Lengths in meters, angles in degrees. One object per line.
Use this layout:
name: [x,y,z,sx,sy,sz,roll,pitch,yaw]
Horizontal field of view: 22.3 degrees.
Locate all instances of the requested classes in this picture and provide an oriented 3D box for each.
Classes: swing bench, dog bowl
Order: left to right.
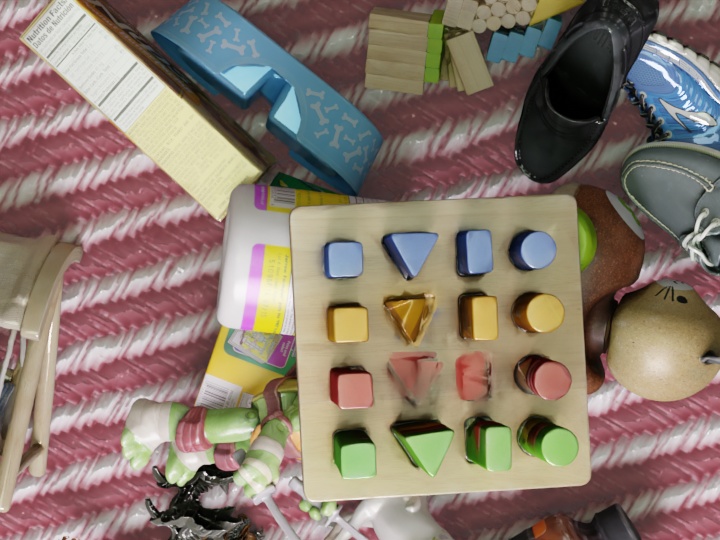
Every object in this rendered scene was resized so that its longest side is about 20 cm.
swing bench: [-0.337,0.059,1.413,0.197,0.130,0.201,10,98,2]
dog bowl: [-0.067,-0.136,1.385,0.200,0.111,0.050,38,85,-2]

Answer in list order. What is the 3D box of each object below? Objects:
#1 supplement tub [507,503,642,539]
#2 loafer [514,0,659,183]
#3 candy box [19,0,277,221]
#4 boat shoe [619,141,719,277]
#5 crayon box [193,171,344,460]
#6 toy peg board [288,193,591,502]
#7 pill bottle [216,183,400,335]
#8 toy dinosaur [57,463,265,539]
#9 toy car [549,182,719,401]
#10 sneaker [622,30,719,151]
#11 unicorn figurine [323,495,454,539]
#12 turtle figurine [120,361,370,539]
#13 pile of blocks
supplement tub: [0.133,0.262,1.426,0.199,0.107,0.107,-32,95,7]
loafer: [0.155,-0.131,1.344,0.068,0.070,0.201,35,140,8]
candy box: [-0.157,-0.128,1.384,0.200,0.115,0.055,42,97,-3]
boat shoe: [0.268,-0.030,1.330,0.199,0.062,0.073,33,130,21]
crayon box: [-0.044,0.040,1.416,0.118,0.058,0.201,20,107,0]
toy peg board: [0.058,0.052,1.213,0.198,0.098,0.201,-3,90,-6]
pill bottle: [0.000,0.000,1.309,0.198,0.104,0.105,7,98,-6]
toy dinosaur: [-0.132,0.230,1.444,0.199,0.102,0.137,-4,121,-24]
toy car: [0.217,0.031,1.340,0.199,0.164,0.159,14,99,15]
sneaker: [0.239,-0.121,1.383,0.199,0.079,0.089,31,96,-1]
unicorn figurine: [0.025,0.197,1.426,0.137,0.074,0.200,-37,68,-2]
turtle figurine: [-0.070,0.155,1.330,0.193,0.144,0.201,-1,104,28]
pile of blocks: [0.096,-0.188,1.394,0.199,0.062,0.083,-16,109,13]
